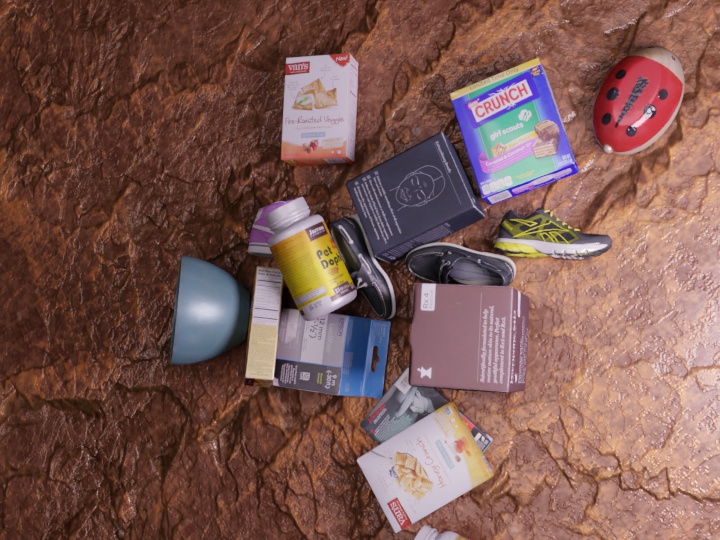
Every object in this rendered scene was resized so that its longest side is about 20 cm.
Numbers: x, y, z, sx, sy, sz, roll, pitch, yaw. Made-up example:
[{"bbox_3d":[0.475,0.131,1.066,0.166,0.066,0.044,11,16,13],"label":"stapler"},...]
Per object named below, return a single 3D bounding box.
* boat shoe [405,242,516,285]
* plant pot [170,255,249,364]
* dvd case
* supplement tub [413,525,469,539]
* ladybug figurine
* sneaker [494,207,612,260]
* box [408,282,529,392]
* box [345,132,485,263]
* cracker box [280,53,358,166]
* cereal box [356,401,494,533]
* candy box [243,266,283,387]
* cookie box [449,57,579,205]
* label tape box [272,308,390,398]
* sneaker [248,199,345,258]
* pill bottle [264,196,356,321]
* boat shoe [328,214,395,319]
[{"bbox_3d":[0.168,0.002,1.502,0.197,0.066,0.075,12,118,14],"label":"boat shoe"},{"bbox_3d":[-0.279,0.079,1.608,0.133,0.200,0.203,6,84,-14],"label":"plant pot"},{"bbox_3d":[0.114,0.286,1.520,0.200,0.022,0.147,40,97,18],"label":"dvd case"},{"bbox_3d":[0.169,0.519,1.407,0.198,0.144,0.146,23,91,20],"label":"supplement tub"},{"bbox_3d":[0.464,-0.288,1.445,0.135,0.072,0.202,28,93,19],"label":"ladybug figurine"},{"bbox_3d":[0.326,-0.065,1.463,0.197,0.074,0.086,3,84,19],"label":"sneaker"},{"bbox_3d":[0.184,0.114,1.423,0.162,0.200,0.168,2,84,18],"label":"box"},{"bbox_3d":[0.098,-0.126,1.531,0.198,0.107,0.150,-25,76,15],"label":"box"},{"bbox_3d":[-0.078,-0.305,1.639,0.132,0.058,0.203,0,83,18],"label":"cracker box"},{"bbox_3d":[0.110,0.339,1.482,0.199,0.039,0.145,-34,74,12],"label":"cereal box"},{"bbox_3d":[-0.177,0.105,1.572,0.055,0.115,0.203,6,75,-9],"label":"candy box"},{"bbox_3d":[0.267,-0.241,1.505,0.169,0.075,0.202,-20,77,16],"label":"cookie box"},{"bbox_3d":[-0.054,0.151,1.571,0.198,0.066,0.145,5,85,21],"label":"label tape box"},{"bbox_3d":[-0.115,-0.077,1.618,0.198,0.073,0.116,8,81,18],"label":"sneaker"},{"bbox_3d":[-0.092,-0.022,1.509,0.108,0.109,0.202,-25,92,14],"label":"pill bottle"},{"bbox_3d":[0.000,0.000,1.551,0.075,0.060,0.202,-35,78,54],"label":"boat shoe"}]
